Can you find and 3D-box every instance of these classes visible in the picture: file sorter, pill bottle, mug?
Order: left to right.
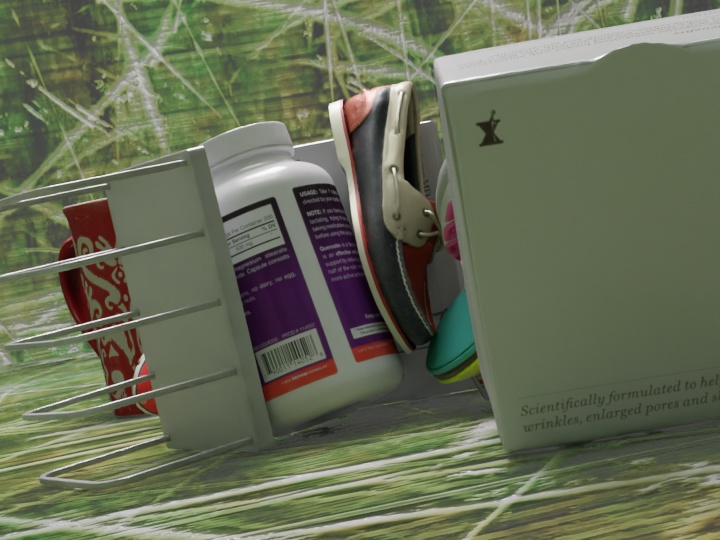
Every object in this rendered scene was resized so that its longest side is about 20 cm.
[{"bbox_3d":[-0.163,0.036,1.047,0.124,0.201,0.139,-16,4,-32],"label":"file sorter"},{"bbox_3d":[-0.203,0.029,1.505,0.133,0.201,0.177,-11,1,-20],"label":"mug"},{"bbox_3d":[-0.053,0.005,1.086,0.112,0.201,0.112,-20,-9,-3],"label":"pill bottle"}]

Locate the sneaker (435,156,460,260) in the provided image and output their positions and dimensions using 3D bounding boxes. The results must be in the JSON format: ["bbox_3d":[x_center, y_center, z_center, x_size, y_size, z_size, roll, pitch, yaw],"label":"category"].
[{"bbox_3d":[0.084,-0.053,1.044,0.081,0.089,0.200,-23,-21,3],"label":"sneaker"}]

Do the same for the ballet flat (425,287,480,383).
[{"bbox_3d":[0.106,0.019,1.005,0.067,0.067,0.200,17,-40,-12],"label":"ballet flat"}]

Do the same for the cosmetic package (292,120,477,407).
[{"bbox_3d":[0.000,0.000,1.181,0.150,0.201,0.052,-11,2,6],"label":"cosmetic package"}]

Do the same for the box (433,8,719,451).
[{"bbox_3d":[0.151,-0.029,0.855,0.198,0.201,0.131,-9,13,3],"label":"box"}]

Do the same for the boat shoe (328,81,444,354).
[{"bbox_3d":[0.027,-0.040,1.091,0.062,0.201,0.071,-16,-27,8],"label":"boat shoe"}]

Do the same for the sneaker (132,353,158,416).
[{"bbox_3d":[-0.094,0.079,1.340,0.199,0.077,0.085,-11,7,-22],"label":"sneaker"}]

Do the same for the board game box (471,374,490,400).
[{"bbox_3d":[0.179,0.029,1.047,0.199,0.035,0.126,-8,31,44],"label":"board game box"}]
